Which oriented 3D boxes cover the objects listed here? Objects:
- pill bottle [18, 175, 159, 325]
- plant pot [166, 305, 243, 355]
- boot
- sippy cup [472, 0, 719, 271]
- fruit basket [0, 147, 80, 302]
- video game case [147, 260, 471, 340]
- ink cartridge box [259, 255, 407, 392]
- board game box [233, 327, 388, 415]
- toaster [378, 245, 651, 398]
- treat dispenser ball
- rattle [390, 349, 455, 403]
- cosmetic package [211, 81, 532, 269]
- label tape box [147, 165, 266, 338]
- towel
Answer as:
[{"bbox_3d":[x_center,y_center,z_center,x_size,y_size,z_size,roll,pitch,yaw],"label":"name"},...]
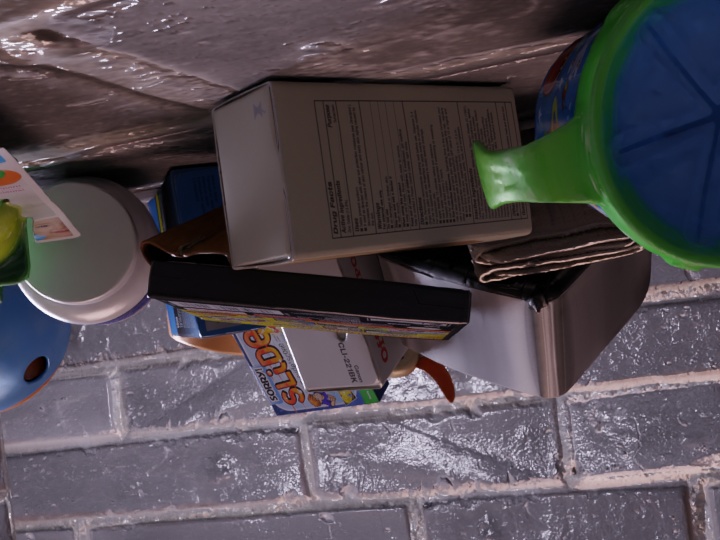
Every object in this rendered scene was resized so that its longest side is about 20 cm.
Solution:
[{"bbox_3d":[-0.225,-0.015,0.806,0.119,0.121,0.200,-8,178,-10],"label":"pill bottle"},{"bbox_3d":[-0.145,0.016,1.122,0.198,0.141,0.200,10,-175,-1],"label":"plant pot"},{"bbox_3d":[-0.040,-0.051,0.733,0.187,0.069,0.200,6,-156,36],"label":"boot"},{"bbox_3d":[0.152,-0.077,0.481,0.177,0.141,0.130,17,-175,-11],"label":"sippy cup"},{"bbox_3d":[-0.280,-0.026,0.583,0.184,0.095,0.200,-8,176,-7],"label":"fruit basket"},{"bbox_3d":[-0.030,0.024,0.673,0.198,0.026,0.181,5,173,2],"label":"video game case"},{"bbox_3d":[0.000,0.000,0.898,0.083,0.145,0.200,-9,-158,28],"label":"ink cartridge box"},{"bbox_3d":[-0.070,0.057,1.005,0.135,0.201,0.035,-12,-154,30],"label":"board game box"},{"bbox_3d":[0.128,-0.002,0.812,0.180,0.119,0.200,16,-137,38],"label":"toaster"},{"bbox_3d":[-0.421,0.059,1.060,0.199,0.203,0.201,-8,179,0],"label":"treat dispenser ball"},{"bbox_3d":[0.026,0.045,1.025,0.200,0.143,0.130,37,-130,25],"label":"rattle"},{"bbox_3d":[0.012,-0.061,0.614,0.199,0.106,0.071,-5,178,-38],"label":"cosmetic package"},{"bbox_3d":[-0.148,-0.012,0.906,0.063,0.145,0.200,-10,180,-18],"label":"label tape box"},{"bbox_3d":[0.138,-0.064,0.762,0.131,0.035,0.201,-11,-147,2],"label":"towel"}]
